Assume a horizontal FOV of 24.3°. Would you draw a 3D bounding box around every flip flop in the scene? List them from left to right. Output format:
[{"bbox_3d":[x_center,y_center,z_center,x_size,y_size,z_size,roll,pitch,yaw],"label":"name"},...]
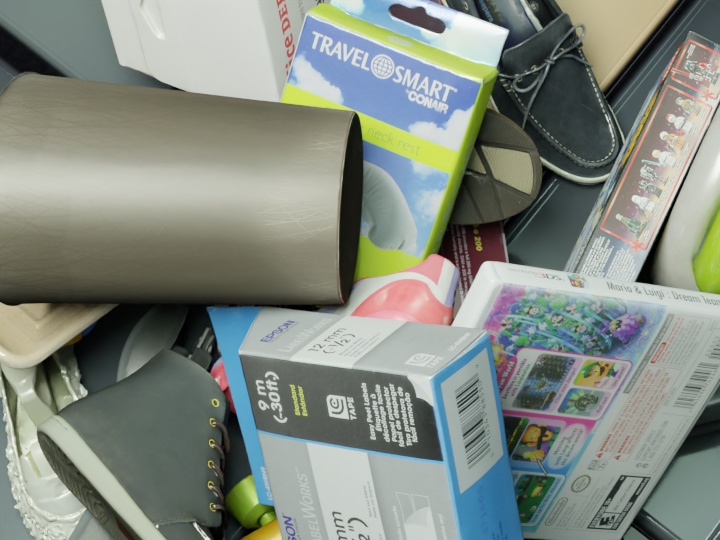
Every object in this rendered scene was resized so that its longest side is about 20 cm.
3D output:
[{"bbox_3d":[0.021,-0.072,1.093,0.198,0.058,0.082,-2,105,18],"label":"flip flop"}]

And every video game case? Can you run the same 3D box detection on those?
[{"bbox_3d":[0.117,0.086,1.001,0.180,0.201,0.024,8,37,-23],"label":"video game case"}]

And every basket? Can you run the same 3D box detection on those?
[{"bbox_3d":[-0.102,-0.042,0.978,0.198,0.180,0.138,4,101,7],"label":"basket"}]

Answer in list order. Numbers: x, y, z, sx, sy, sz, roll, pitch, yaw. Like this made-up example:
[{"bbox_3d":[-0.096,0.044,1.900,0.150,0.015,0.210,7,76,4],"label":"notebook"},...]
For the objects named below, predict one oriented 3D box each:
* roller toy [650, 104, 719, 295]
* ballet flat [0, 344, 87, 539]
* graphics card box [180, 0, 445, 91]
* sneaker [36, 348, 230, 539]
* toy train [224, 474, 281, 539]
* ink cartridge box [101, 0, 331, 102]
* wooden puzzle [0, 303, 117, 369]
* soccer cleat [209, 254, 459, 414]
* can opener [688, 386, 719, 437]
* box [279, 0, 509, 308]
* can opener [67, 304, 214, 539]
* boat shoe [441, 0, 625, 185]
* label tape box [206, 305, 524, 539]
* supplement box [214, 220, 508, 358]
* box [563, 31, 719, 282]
[{"bbox_3d":[0.281,-0.044,1.064,0.139,0.183,0.201,25,77,12],"label":"roller toy"},{"bbox_3d":[-0.211,0.103,1.106,0.071,0.072,0.202,-20,72,-4],"label":"ballet flat"},{"bbox_3d":[-0.024,-0.114,1.176,0.198,0.051,0.127,-12,70,0],"label":"graphics card box"},{"bbox_3d":[-0.095,0.135,1.006,0.106,0.075,0.200,-36,70,-24],"label":"sneaker"},{"bbox_3d":[-0.044,0.176,1.071,0.199,0.085,0.116,-30,57,-9],"label":"toy train"},{"bbox_3d":[-0.066,-0.229,1.127,0.144,0.148,0.200,22,58,25],"label":"ink cartridge box"},{"bbox_3d":[-0.197,-0.022,1.108,0.199,0.047,0.185,-34,47,-26],"label":"wooden puzzle"},{"bbox_3d":[-0.017,0.047,1.033,0.067,0.199,0.077,47,49,-19],"label":"soccer cleat"},{"bbox_3d":[0.152,0.092,1.086,0.198,0.053,0.067,-10,69,0],"label":"can opener"},{"bbox_3d":[0.005,-0.072,1.041,0.121,0.048,0.202,22,111,10],"label":"box"},{"bbox_3d":[-0.147,0.116,1.083,0.066,0.053,0.201,22,61,3],"label":"can opener"},{"bbox_3d":[0.119,-0.147,1.153,0.074,0.062,0.201,-33,93,-14],"label":"boat shoe"},{"bbox_3d":[-0.012,0.101,0.955,0.198,0.145,0.066,4,26,35],"label":"label tape box"},{"bbox_3d":[0.000,0.000,1.130,0.198,0.061,0.110,-7,70,2],"label":"supplement box"},{"bbox_3d":[0.175,-0.041,1.081,0.040,0.137,0.201,26,81,4],"label":"box"}]
